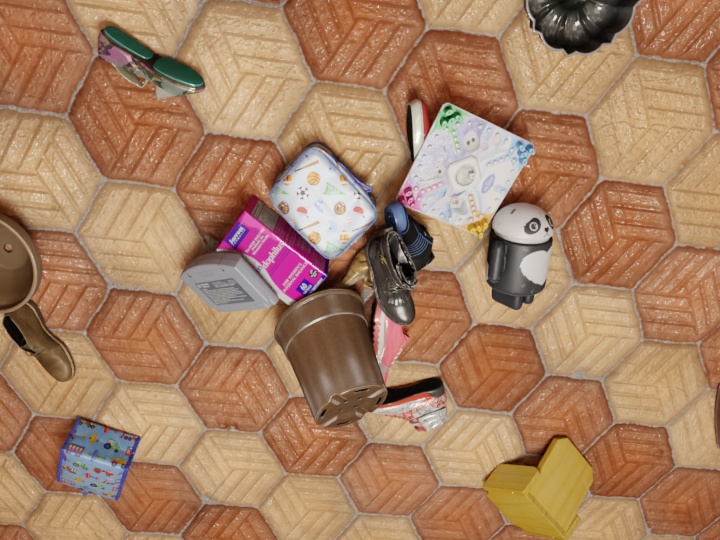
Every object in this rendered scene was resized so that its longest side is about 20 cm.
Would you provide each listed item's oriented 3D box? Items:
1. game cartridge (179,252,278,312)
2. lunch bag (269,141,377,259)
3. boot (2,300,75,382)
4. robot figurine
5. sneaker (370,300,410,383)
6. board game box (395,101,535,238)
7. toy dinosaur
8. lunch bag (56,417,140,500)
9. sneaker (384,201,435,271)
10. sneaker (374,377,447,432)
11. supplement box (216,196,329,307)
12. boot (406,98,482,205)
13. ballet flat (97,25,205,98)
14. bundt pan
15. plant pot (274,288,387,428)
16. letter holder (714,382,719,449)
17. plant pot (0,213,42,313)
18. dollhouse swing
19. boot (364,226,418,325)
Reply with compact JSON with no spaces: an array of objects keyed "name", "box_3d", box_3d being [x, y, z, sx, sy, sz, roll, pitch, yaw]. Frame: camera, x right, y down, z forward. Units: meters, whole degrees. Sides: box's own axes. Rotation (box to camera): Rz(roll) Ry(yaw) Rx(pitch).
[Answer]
[{"name":"game cartridge","box_3d":[-0.261,0.024,1.064,0.196,0.042,0.134,-7,129,42]},{"name":"lunch bag","box_3d":[-0.064,-0.133,1.053,0.160,0.076,0.200,-42,107,12]},{"name":"boot","box_3d":[-0.677,0.163,1.153,0.072,0.076,0.204,-21,113,5]},{"name":"robot figurine","box_3d":[0.311,-0.029,1.077,0.121,0.151,0.206,6,113,10]},{"name":"sneaker","box_3d":[0.064,0.164,1.178,0.084,0.074,0.206,1,112,-4]},{"name":"board game box","box_3d":[0.192,-0.173,1.008,0.195,0.026,0.203,18,119,-18]},{"name":"toy dinosaur","box_3d":[0.000,0.000,1.115,0.106,0.060,0.201,41,83,-14]},{"name":"lunch bag","box_3d":[-0.618,0.463,1.278,0.147,0.095,0.203,22,119,-13]},{"name":"sneaker","box_3d":[0.098,-0.069,1.056,0.076,0.071,0.202,-26,146,-4]},{"name":"sneaker","box_3d":[0.102,0.321,1.246,0.196,0.067,0.111,-14,110,1]},{"name":"supplement box","box_3d":[-0.166,-0.033,1.075,0.198,0.104,0.102,38,108,-14]},{"name":"boot","box_3d":[0.163,-0.229,1.024,0.140,0.073,0.204,-13,120,3]},{"name":"ballet flat","box_3d":[-0.366,-0.348,0.965,0.196,0.070,0.072,27,128,-8]},{"name":"bundt pan","box_3d":[0.363,-0.471,0.925,0.195,0.076,0.208,-1,113,-2]},{"name":"plant pot","box_3d":[-0.050,0.180,1.071,0.195,0.201,0.203,-17,146,-12]},{"name":"letter holder","box_3d":[0.912,0.354,1.269,0.138,0.101,0.205,-13,112,6]},{"name":"plant pot","box_3d":[-0.703,-0.029,1.063,0.194,0.093,0.206,-1,113,-1]},{"name":"dollhouse swing","box_3d":[0.441,0.521,1.357,0.200,0.177,0.180,46,146,-18]},{"name":"boot","box_3d":[0.067,0.020,1.012,0.068,0.174,0.204,-26,98,-10]}]
